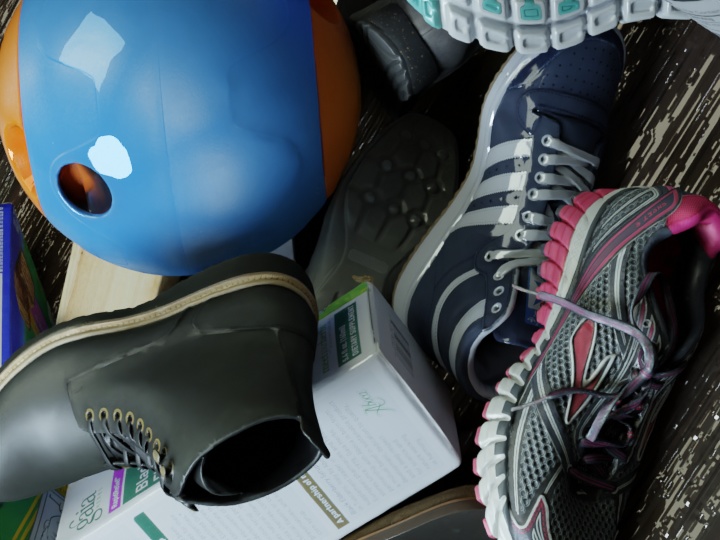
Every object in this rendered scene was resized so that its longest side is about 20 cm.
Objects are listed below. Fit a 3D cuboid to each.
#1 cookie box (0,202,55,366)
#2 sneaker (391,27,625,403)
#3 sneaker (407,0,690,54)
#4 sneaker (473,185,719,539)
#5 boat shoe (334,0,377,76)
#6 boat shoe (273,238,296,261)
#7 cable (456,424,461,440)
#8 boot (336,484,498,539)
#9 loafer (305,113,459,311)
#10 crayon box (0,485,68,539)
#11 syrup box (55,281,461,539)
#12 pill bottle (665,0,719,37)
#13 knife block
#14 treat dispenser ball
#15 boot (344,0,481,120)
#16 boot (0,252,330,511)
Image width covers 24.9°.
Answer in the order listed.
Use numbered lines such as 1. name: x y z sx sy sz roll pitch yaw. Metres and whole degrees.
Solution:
1. cookie box: -0.259 0.083 1.141 0.171 0.075 0.200 83 178 -51
2. sneaker: 0.092 -0.026 0.822 0.200 0.070 0.109 -62 29 18
3. sneaker: 0.109 -0.158 0.806 0.091 0.200 0.078 -109 19 -60
4. sneaker: 0.111 0.051 0.745 0.075 0.081 0.200 -3 68 50
5. boat shoe: -0.020 -0.183 1.059 0.062 0.075 0.200 14 89 26
6. boat shoe: -0.075 0.004 1.035 0.066 0.072 0.200 118 151 -79
7. cable: -0.036 0.108 0.908 0.097 0.050 0.200 -34 6 -40
8. boot: 0.006 0.142 0.847 0.200 0.074 0.076 -35 35 40
9. loafer: 0.000 0.000 0.926 0.200 0.070 0.070 -64 6 -24
10. crayon box: -0.139 0.196 0.882 0.058 0.200 0.173 -35 44 21
11. syrup box: -0.054 0.101 0.830 0.200 0.081 0.079 -32 22 12
12. pill bottle: 0.171 -0.158 0.682 0.120 0.200 0.120 -29 49 40
13. knife block: -0.155 -0.010 1.074 0.176 0.064 0.200 96 -164 -86
14. treat dispenser ball: -0.100 -0.097 0.901 0.201 0.201 0.201 -30 48 40
15. boot: 0.060 -0.150 0.942 0.132 0.070 0.200 -35 12 -3
16. boot: -0.108 0.078 0.757 0.200 0.077 0.138 -32 29 11
